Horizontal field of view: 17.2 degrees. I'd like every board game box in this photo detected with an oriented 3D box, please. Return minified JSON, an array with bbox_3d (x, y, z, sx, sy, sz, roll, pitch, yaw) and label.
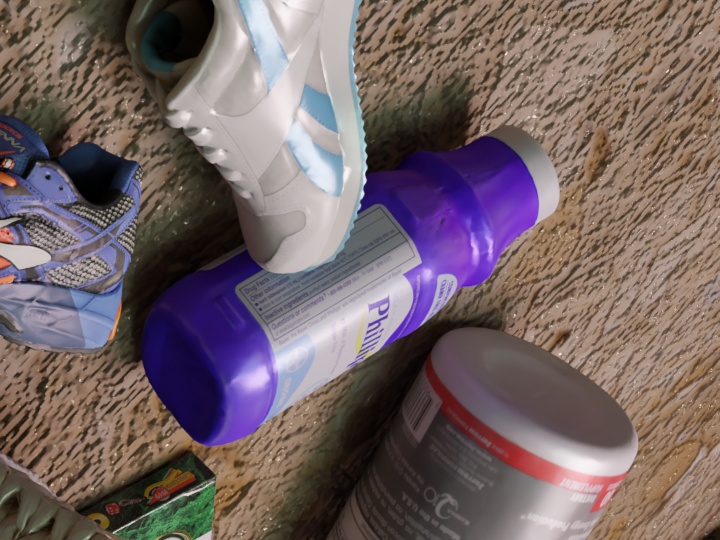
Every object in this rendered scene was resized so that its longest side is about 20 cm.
[{"bbox_3d":[-0.151,0.164,1.068,0.200,0.023,0.105,-27,140,-32],"label":"board game box"}]

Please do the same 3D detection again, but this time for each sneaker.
[{"bbox_3d":[-0.045,-0.074,0.904,0.081,0.077,0.200,-20,138,-17],"label":"sneaker"},{"bbox_3d":[-0.147,-0.021,0.838,0.200,0.075,0.079,4,112,-62],"label":"sneaker"}]

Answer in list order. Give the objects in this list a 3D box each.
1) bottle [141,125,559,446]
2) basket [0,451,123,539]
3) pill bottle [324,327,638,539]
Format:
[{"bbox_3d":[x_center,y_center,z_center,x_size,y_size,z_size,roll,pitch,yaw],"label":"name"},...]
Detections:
[{"bbox_3d":[0.000,0.000,1.032,0.200,0.065,0.084,-31,162,-29],"label":"bottle"},{"bbox_3d":[-0.141,0.178,0.891,0.199,0.161,0.200,-59,157,-11],"label":"basket"},{"bbox_3d":[0.045,0.140,1.198,0.114,0.114,0.200,1,123,-52],"label":"pill bottle"}]
